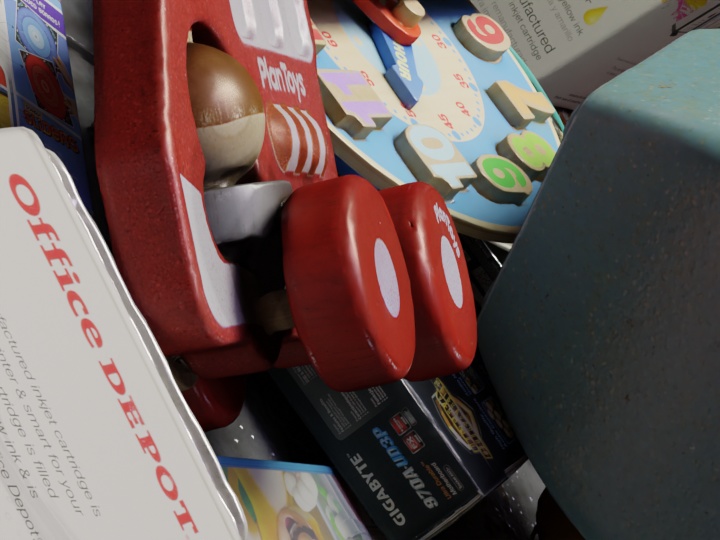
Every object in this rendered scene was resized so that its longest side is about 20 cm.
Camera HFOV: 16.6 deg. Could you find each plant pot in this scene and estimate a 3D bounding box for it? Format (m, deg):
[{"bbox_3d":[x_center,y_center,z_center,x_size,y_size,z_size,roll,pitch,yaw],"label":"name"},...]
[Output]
[{"bbox_3d":[0.162,0.016,0.934,0.200,0.197,0.196,33,31,15],"label":"plant pot"}]

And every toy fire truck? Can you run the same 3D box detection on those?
[{"bbox_3d":[-0.044,-0.037,0.799,0.200,0.112,0.169,2,75,-75],"label":"toy fire truck"}]

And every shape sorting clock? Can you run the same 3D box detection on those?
[{"bbox_3d":[0.010,-0.093,0.990,0.200,0.039,0.200,31,33,-23],"label":"shape sorting clock"}]

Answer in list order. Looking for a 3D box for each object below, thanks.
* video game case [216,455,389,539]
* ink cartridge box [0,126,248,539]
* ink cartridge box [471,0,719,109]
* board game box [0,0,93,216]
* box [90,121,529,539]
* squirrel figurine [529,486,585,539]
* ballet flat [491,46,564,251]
[{"bbox_3d":[-0.001,0.158,0.841,0.143,0.018,0.201,14,50,-61],"label":"video game case"},{"bbox_3d":[-0.129,0.047,0.625,0.146,0.085,0.200,63,26,6],"label":"ink cartridge box"},{"bbox_3d":[0.161,-0.201,1.372,0.145,0.200,0.148,3,59,-63],"label":"ink cartridge box"},{"bbox_3d":[-0.168,-0.104,0.787,0.200,0.034,0.136,36,33,-46],"label":"board game box"},{"bbox_3d":[0.000,0.000,0.970,0.200,0.046,0.159,54,23,3],"label":"box"},{"bbox_3d":[0.154,0.157,1.020,0.186,0.141,0.201,17,45,-50],"label":"squirrel figurine"},{"bbox_3d":[0.070,-0.051,1.170,0.200,0.072,0.072,44,26,-51],"label":"ballet flat"}]
